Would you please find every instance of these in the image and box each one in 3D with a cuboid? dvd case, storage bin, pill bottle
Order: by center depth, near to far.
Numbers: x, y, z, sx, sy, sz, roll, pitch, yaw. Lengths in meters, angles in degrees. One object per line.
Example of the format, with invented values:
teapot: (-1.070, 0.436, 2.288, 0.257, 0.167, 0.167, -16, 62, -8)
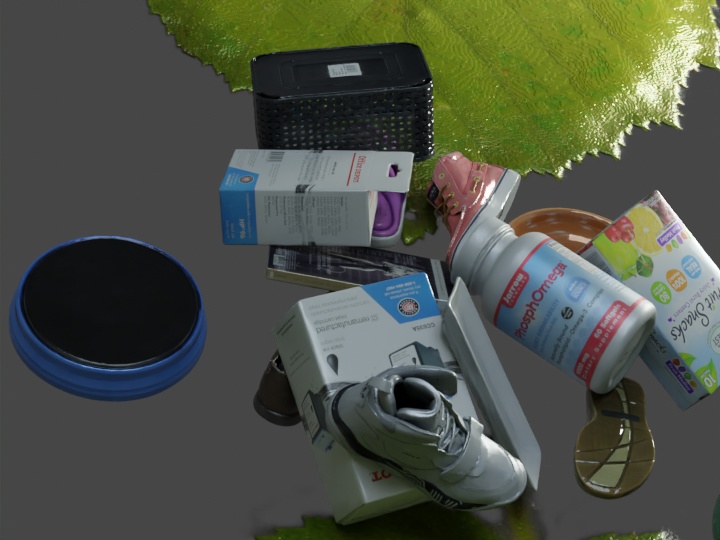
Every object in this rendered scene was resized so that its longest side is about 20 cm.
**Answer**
pill bottle: (0.195, 0.031, 1.679, 0.199, 0.109, 0.109, 33, 46, 19)
dvd case: (0.000, 0.000, 1.724, 0.197, 0.016, 0.149, 10, 16, -4)
storage bin: (-0.021, -0.185, 1.849, 0.197, 0.095, 0.136, -6, 29, -4)

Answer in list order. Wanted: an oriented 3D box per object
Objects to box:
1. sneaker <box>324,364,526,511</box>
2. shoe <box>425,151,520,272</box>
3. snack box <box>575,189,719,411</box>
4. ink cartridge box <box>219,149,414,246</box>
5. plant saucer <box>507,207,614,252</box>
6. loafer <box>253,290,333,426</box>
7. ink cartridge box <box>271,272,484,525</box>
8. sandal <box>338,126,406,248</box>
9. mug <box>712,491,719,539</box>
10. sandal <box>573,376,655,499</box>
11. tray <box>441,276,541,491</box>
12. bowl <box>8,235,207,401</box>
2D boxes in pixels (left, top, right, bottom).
sneaker: (0.073, 0.148, 1.446, 0.198, 0.115, 0.076, 26, 63, -11)
shoe: (0.109, -0.065, 1.827, 0.090, 0.072, 0.200, 22, 37, 9)
snack box: (0.329, 0.029, 1.749, 0.142, 0.053, 0.201, -34, 85, -41)
ink cartridge box: (-0.043, -0.078, 1.748, 0.197, 0.069, 0.116, 1, 26, 5)
plant saucer: (0.240, 0.012, 1.809, 0.198, 0.038, 0.202, 8, 43, -8)
loafer: (-0.035, 0.074, 1.645, 0.072, 0.071, 0.200, 25, 44, 10)
ink cartridge box: (0.021, 0.120, 1.553, 0.145, 0.086, 0.202, -12, 72, -26)
sandal: (0.022, -0.107, 1.858, 0.081, 0.050, 0.204, 3, 45, -12)
mug: (0.427, 0.252, 1.561, 0.184, 0.115, 0.152, 29, 45, 13)
sandal: (0.251, 0.173, 1.642, 0.079, 0.055, 0.201, 12, 29, 3)
tray: (0.124, 0.111, 1.582, 0.022, 0.202, 0.107, -23, 9, 15)
bowl: (-0.250, 0.042, 1.641, 0.198, 0.040, 0.202, 8, 44, -8)
